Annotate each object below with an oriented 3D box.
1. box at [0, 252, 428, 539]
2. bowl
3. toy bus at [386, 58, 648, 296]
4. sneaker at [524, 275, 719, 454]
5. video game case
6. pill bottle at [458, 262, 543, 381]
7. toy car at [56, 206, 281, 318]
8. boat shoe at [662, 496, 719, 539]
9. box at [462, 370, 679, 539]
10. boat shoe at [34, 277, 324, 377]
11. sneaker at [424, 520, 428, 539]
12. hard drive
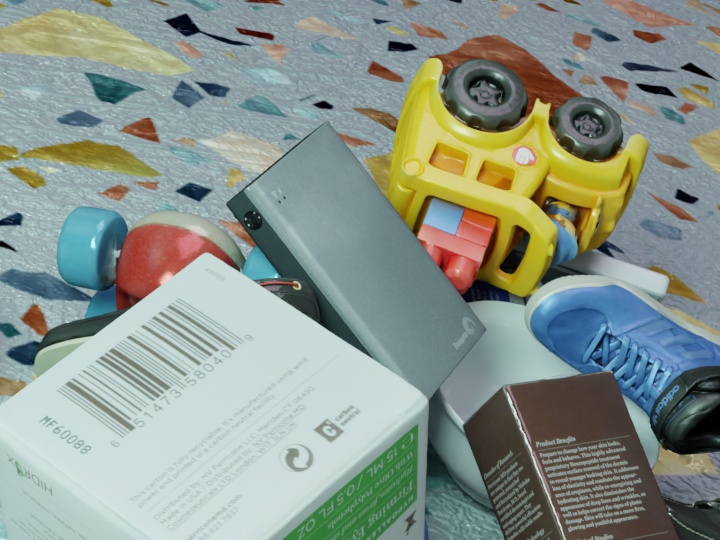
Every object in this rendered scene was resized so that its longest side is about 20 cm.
[{"bbox_3d":[-0.092,0.141,1.369,0.200,0.172,0.199,32,53,28],"label":"box"},{"bbox_3d":[0.124,0.124,1.689,0.200,0.091,0.202,19,35,-14],"label":"bowl"},{"bbox_3d":[0.111,-0.048,1.725,0.199,0.136,0.193,18,49,-1],"label":"toy bus"},{"bbox_3d":[0.222,0.077,1.671,0.199,0.077,0.111,25,24,-21],"label":"sneaker"},{"bbox_3d":[0.152,0.016,1.889,0.199,0.182,0.023,18,68,2],"label":"video game case"},{"bbox_3d":[0.044,0.046,1.784,0.199,0.120,0.120,5,27,-26],"label":"pill bottle"},{"bbox_3d":[-0.150,0.077,1.604,0.183,0.177,0.201,12,51,18],"label":"toy car"},{"bbox_3d":[0.279,0.197,1.624,0.200,0.066,0.072,28,11,-37],"label":"boat shoe"},{"bbox_3d":[0.157,0.177,1.534,0.100,0.075,0.201,-5,66,-31],"label":"box"},{"bbox_3d":[-0.124,0.047,1.505,0.200,0.074,0.063,-6,51,-5],"label":"boat shoe"},{"bbox_3d":[-0.006,0.126,1.526,0.066,0.201,0.079,-15,28,16],"label":"sneaker"},{"bbox_3d":[0.000,0.000,1.591,0.200,0.033,0.140,53,33,-5],"label":"hard drive"}]
